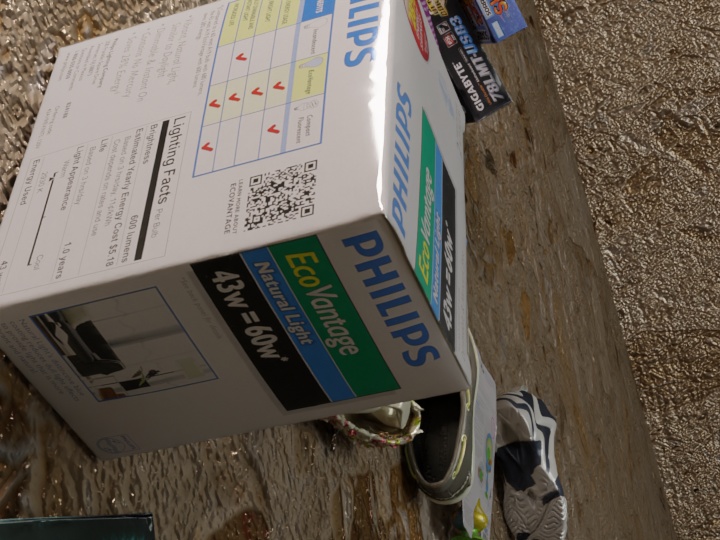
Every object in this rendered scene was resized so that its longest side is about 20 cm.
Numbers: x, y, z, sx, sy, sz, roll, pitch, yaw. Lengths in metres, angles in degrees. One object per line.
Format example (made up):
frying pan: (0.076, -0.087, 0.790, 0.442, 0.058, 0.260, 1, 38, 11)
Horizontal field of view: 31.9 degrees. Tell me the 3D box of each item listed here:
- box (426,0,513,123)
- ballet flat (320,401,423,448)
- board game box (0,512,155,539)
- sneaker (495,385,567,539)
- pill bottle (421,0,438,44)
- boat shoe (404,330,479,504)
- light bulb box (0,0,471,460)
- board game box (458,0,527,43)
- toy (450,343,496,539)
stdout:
box: (0.066, -0.241, 1.264, 0.199, 0.050, 0.200, 62, -3, -9)
ballet flat: (-0.001, 0.088, 0.945, 0.200, 0.064, 0.076, 40, 62, -63)
board game box: (-0.136, 0.169, 0.518, 0.200, 0.028, 0.135, 27, 52, -68)
sneaker: (0.210, 0.231, 1.529, 0.199, 0.079, 0.130, 65, 27, -7)
pill bottle: (0.008, -0.215, 1.129, 0.112, 0.112, 0.200, -53, 129, -69)
boat shoe: (0.072, 0.113, 1.174, 0.060, 0.072, 0.202, 51, 35, -66)
light bulb box: (-0.056, -0.033, 0.629, 0.125, 0.200, 0.198, 61, 24, -43)
board game box: (0.092, -0.285, 1.212, 0.135, 0.034, 0.200, 61, -2, -12)
toy: (0.105, 0.182, 1.276, 0.115, 0.047, 0.200, 60, 27, -54)
